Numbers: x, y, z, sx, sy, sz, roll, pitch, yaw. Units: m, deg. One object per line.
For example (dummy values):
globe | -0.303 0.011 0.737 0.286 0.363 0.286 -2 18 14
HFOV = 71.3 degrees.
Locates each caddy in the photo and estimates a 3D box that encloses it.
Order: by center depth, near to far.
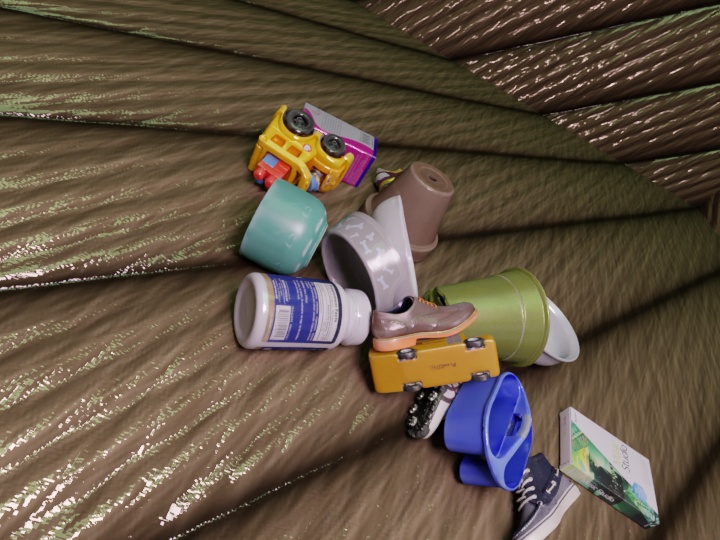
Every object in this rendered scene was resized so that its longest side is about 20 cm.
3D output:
caddy | 0.219 0.253 0.801 0.200 0.105 0.142 -41 110 -52

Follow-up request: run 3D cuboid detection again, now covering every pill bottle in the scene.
pill bottle | -0.089 0.069 0.798 0.200 0.116 0.116 8 45 -32

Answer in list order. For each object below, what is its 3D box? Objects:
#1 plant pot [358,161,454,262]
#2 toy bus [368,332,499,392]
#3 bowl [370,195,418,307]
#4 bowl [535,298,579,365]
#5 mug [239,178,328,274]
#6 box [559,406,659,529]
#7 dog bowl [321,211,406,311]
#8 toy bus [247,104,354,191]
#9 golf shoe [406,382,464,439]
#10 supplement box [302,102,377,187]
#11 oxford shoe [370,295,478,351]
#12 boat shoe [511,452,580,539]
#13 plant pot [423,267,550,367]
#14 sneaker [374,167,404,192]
plant pot | 0.117 -0.147 1.142 0.200 0.175 0.201 20 39 -17
toy bus | 0.116 0.147 0.811 0.078 0.199 0.065 -64 144 -82
bowl | 0.064 -0.023 0.983 0.074 0.200 0.200 -8 44 8
bowl | 0.369 0.132 1.094 0.201 0.090 0.201 26 37 -22
mug | -0.123 -0.079 0.898 0.114 0.152 0.185 28 41 -5
box | 0.473 0.374 0.964 0.200 0.036 0.144 33 37 -1
dog bowl | 0.000 0.000 0.885 0.059 0.200 0.200 -26 65 -25
toy bus | -0.140 -0.224 1.077 0.200 0.136 0.192 33 50 -8
golf shoe | 0.147 0.221 0.851 0.088 0.077 0.200 45 39 -1
supplement box | -0.070 -0.306 1.230 0.200 0.103 0.101 24 39 -16
oxford shoe | 0.110 0.074 0.830 0.200 0.071 0.073 -14 97 -26
boat shoe | 0.270 0.365 0.799 0.200 0.075 0.093 -6 46 -51
plant pot | 0.225 0.091 0.977 0.189 0.200 0.200 1 48 -21
sneaker | 0.130 -0.224 1.315 0.200 0.075 0.090 9 50 -32
